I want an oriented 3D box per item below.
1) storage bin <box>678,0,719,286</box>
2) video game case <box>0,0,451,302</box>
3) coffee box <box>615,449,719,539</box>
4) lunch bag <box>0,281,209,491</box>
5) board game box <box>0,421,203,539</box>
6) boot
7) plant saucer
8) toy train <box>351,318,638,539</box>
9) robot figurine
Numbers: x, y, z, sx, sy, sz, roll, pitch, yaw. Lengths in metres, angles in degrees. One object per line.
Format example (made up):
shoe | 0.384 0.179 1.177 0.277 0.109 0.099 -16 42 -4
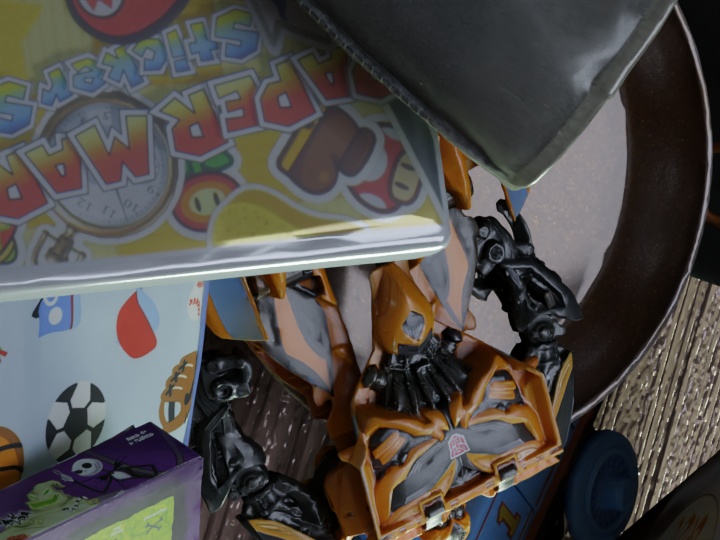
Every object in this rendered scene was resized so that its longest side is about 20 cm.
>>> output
storage bin | 0.149 -0.074 0.998 0.146 0.134 0.201 -44 134 -37
video game case | -0.083 -0.085 0.623 0.199 0.023 0.183 -6 84 -21
coffee box | 0.126 0.146 0.932 0.115 0.079 0.200 -64 -174 -31
lunch bag | -0.114 -0.007 0.705 0.160 0.075 0.201 -23 120 -47
board game box | -0.125 0.128 0.677 0.199 0.032 0.121 -24 127 -39
boot | 0.008 -0.145 0.615 0.183 0.199 0.073 -59 -174 -3
plant saucer | 0.029 -0.038 0.871 0.199 0.034 0.202 -3 95 -28
toy train | 0.030 0.102 0.939 0.114 0.086 0.201 52 57 -43
robot figurine | 0.000 0.000 0.808 0.144 0.058 0.201 -26 105 -21
